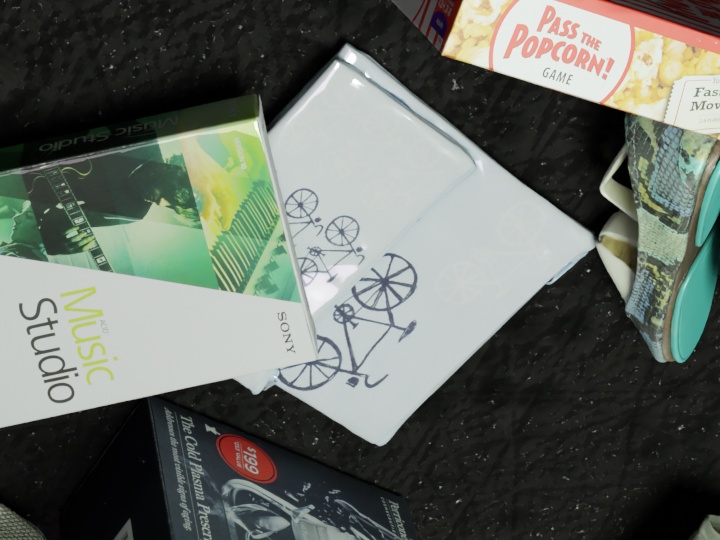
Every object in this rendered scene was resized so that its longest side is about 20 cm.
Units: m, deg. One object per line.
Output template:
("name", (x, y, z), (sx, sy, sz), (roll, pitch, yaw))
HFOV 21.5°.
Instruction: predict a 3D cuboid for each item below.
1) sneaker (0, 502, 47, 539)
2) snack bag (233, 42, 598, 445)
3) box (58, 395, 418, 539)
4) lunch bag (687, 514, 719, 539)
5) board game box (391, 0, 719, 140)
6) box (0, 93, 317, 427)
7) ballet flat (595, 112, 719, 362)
("sneaker", (-0.244, 0.114, 0.999), (0.200, 0.078, 0.085), (34, 110, -29))
("snack bag", (0.000, 0.000, 1.013), (0.200, 0.021, 0.189), (35, 110, -30))
("box", (-0.053, 0.189, 1.020), (0.182, 0.200, 0.104), (26, 114, -27))
("lunch bag", (0.243, 0.239, 1.169), (0.200, 0.118, 0.164), (9, 123, -50))
("board game box", (0.111, -0.115, 0.879), (0.200, 0.152, 0.046), (14, 110, -22))
("box", (-0.132, 0.000, 0.957), (0.200, 0.036, 0.144), (-13, 120, 0))
("ballet flat", (0.158, -0.025, 1.003), (0.074, 0.074, 0.200), (-10, 143, -6))
